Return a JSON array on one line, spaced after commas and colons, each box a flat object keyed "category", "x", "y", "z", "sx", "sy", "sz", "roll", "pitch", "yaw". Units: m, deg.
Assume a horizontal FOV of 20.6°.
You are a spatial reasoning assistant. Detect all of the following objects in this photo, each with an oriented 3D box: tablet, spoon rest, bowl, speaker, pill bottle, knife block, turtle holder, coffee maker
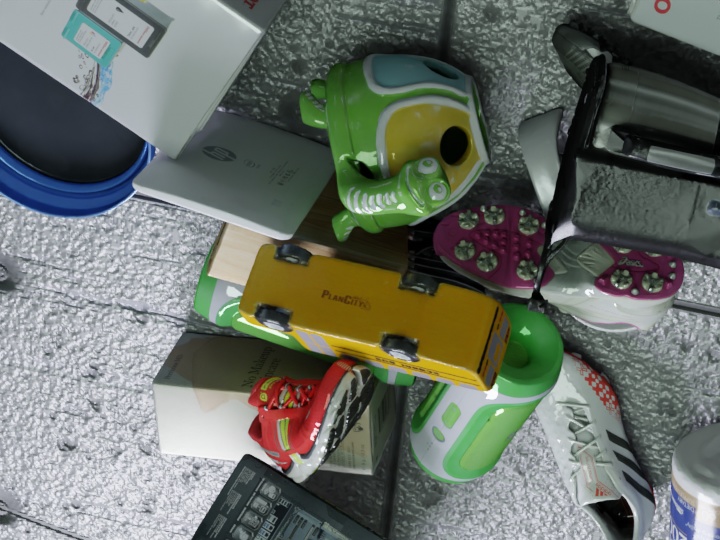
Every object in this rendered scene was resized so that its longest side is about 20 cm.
[{"category": "tablet", "x": -0.094, "y": -0.081, "z": 1.576, "sx": 0.130, "sy": 0.200, "sz": 0.014, "roll": 19, "pitch": 113, "yaw": 4}, {"category": "spoon rest", "x": 0.184, "y": -0.031, "z": 1.610, "sx": 0.099, "sy": 0.061, "sz": 0.200, "roll": -21, "pitch": 112, "yaw": 26}, {"category": "bowl", "x": -0.262, "y": -0.137, "z": 1.675, "sx": 0.200, "sy": 0.039, "sz": 0.201, "roll": 11, "pitch": 129, "yaw": 15}, {"category": "speaker", "x": -0.038, "y": 0.033, "z": 1.696, "sx": 0.200, "sy": 0.088, "sz": 0.089, "roll": 19, "pitch": 123, "yaw": 4}, {"category": "pill bottle", "x": 0.321, "y": 0.240, "z": 1.701, "sx": 0.111, "sy": 0.111, "sz": 0.200, "roll": 4, "pitch": 121, "yaw": 14}, {"category": "knife block", "x": 0.000, "y": 0.000, "z": 1.618, "sx": 0.176, "sy": 0.200, "sz": 0.064, "roll": 41, "pitch": 128, "yaw": 25}, {"category": "speaker", "x": 0.103, "y": 0.106, "z": 1.655, "sx": 0.088, "sy": 0.089, "sz": 0.200, "roll": 26, "pitch": 148, "yaw": 0}, {"category": "turtle holder", "x": 0.030, "y": -0.104, "z": 1.541, "sx": 0.132, "sy": 0.186, "sz": 0.141, "roll": -12, "pitch": 87, "yaw": 8}, {"category": "coffee maker", "x": 0.246, "y": -0.050, "z": 1.472, "sx": 0.200, "sy": 0.135, "sz": 0.192, "roll": 15, "pitch": 128, "yaw": 1}]

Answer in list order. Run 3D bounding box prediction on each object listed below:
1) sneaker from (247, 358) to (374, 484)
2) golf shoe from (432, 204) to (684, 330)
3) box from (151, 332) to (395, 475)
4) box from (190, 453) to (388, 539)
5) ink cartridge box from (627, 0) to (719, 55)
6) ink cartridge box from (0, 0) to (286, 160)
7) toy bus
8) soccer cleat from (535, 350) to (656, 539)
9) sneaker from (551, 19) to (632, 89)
[{"category": "sneaker", "x": -0.051, "y": 0.116, "z": 1.615, "sx": 0.085, "sy": 0.077, "sz": 0.200, "roll": 37, "pitch": 151, "yaw": 1}, {"category": "golf shoe", "x": 0.154, "y": 0.005, "z": 1.573, "sx": 0.200, "sy": 0.075, "sz": 0.092, "roll": 14, "pitch": 151, "yaw": 11}, {"category": "box", "x": -0.076, "y": 0.117, "z": 1.754, "sx": 0.200, "sy": 0.095, "sz": 0.078, "roll": 4, "pitch": 120, "yaw": 12}, {"category": "box", "x": -0.082, "y": 0.280, "z": 1.678, "sx": 0.158, "sy": 0.051, "sz": 0.200, "roll": 30, "pitch": 85, "yaw": 13}, {"category": "ink cartridge box", "x": 0.315, "y": -0.222, "z": 1.443, "sx": 0.200, "sy": 0.083, "sz": 0.145, "roll": 22, "pitch": 124, "yaw": 3}, {"category": "ink cartridge box", "x": -0.170, "y": -0.220, "z": 1.546, "sx": 0.200, "sy": 0.147, "sz": 0.146, "roll": 34, "pitch": 123, "yaw": -6}, {"category": "toy bus", "x": 0.010, "y": 0.036, "z": 1.541, "sx": 0.200, "sy": 0.065, "sz": 0.078, "roll": 12, "pitch": 164, "yaw": 20}, {"category": "soccer cleat", "x": 0.198, "y": 0.157, "z": 1.702, "sx": 0.069, "sy": 0.085, "sz": 0.200, "roll": -18, "pitch": 114, "yaw": 25}, {"category": "sneaker", "x": 0.204, "y": -0.103, "z": 1.545, "sx": 0.090, "sy": 0.066, "sz": 0.200, "roll": -41, "pitch": 106, "yaw": 8}]
